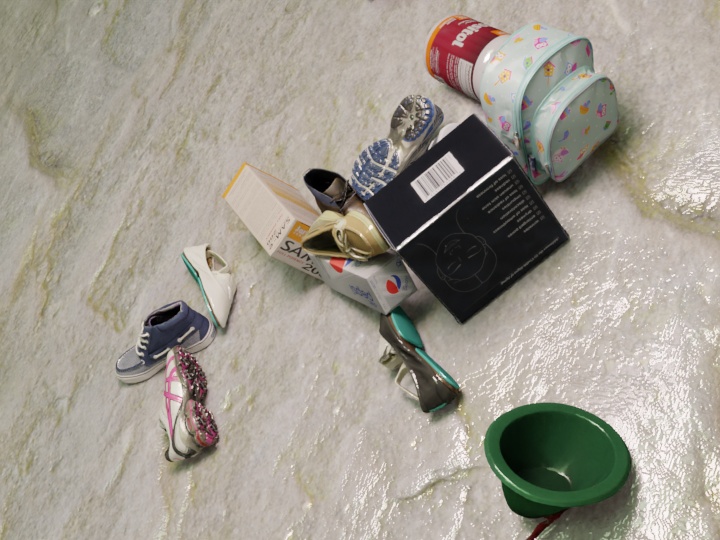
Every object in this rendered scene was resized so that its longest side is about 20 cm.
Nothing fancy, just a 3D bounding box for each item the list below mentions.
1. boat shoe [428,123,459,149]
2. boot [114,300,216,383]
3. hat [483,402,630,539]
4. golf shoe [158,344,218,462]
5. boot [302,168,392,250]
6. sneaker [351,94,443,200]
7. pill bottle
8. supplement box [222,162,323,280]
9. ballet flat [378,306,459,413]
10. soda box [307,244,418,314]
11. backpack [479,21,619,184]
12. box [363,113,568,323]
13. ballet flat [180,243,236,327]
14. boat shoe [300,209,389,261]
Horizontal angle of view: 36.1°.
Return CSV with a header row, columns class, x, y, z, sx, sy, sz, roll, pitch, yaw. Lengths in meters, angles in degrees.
class,x,y,z,sx,sy,sz,roll,pitch,yaw
boat shoe,0.118,-0.124,1.676,0.068,0.071,0.201,152,130,-66
boot,-0.342,0.112,1.814,0.199,0.090,0.073,-28,46,16
hat,0.213,0.281,1.330,0.199,0.177,0.166,-10,38,-20
golf shoe,-0.285,0.203,1.716,0.092,0.073,0.201,-32,45,14
boot,-0.021,-0.093,1.727,0.075,0.097,0.200,-49,43,-6
sneaker,0.066,-0.188,1.761,0.200,0.085,0.077,-49,65,24
pill bottle,0.197,-0.325,1.732,0.113,0.113,0.200,-48,44,-5
supplement box,-0.122,-0.079,1.763,0.074,0.126,0.200,-54,42,11
ballet flat,0.063,0.121,1.529,0.068,0.068,0.200,-46,42,10
soda box,0.000,0.000,1.618,0.063,0.069,0.200,-37,26,-16
backpack,0.261,-0.237,1.540,0.176,0.201,0.153,-41,42,-14
box,0.147,-0.068,1.513,0.200,0.197,0.124,-38,42,6
ballet flat,-0.245,0.015,1.843,0.069,0.069,0.200,-40,43,4
boat shoe,-0.025,-0.043,1.561,0.063,0.073,0.200,-42,24,-15
